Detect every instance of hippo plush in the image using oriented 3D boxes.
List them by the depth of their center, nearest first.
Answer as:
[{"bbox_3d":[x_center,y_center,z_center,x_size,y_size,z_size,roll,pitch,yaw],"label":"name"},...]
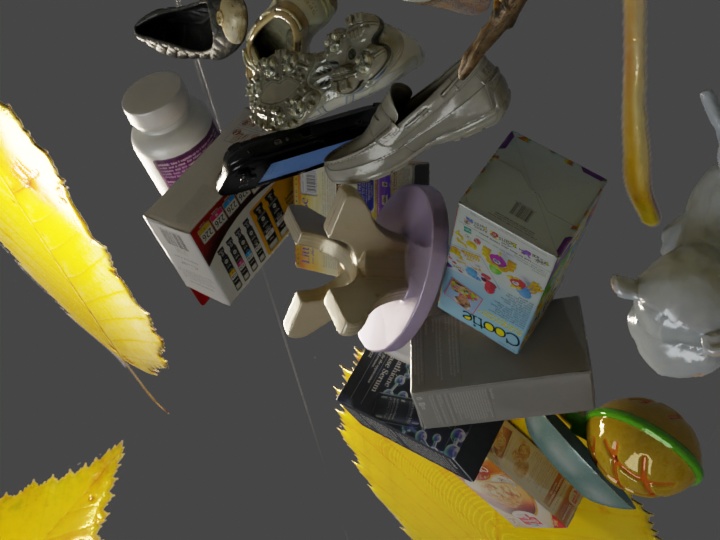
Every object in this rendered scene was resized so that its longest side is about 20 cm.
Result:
[{"bbox_3d":[0.289,0.008,0.666,0.158,0.161,0.201,26,153,24],"label":"hippo plush"}]

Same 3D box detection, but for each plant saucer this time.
[{"bbox_3d":[0.267,0.236,1.112,0.201,0.039,0.201,46,-173,-7],"label":"plant saucer"}]

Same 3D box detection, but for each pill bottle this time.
[{"bbox_3d":[-0.235,-0.160,1.154,0.112,0.113,0.201,21,150,32],"label":"pill bottle"}]

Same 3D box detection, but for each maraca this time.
[{"bbox_3d":[0.321,0.208,1.030,0.137,0.107,0.200,44,163,-8],"label":"maraca"}]

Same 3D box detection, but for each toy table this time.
[{"bbox_3d":[0.000,0.000,0.895,0.184,0.116,0.202,49,130,50],"label":"toy table"}]

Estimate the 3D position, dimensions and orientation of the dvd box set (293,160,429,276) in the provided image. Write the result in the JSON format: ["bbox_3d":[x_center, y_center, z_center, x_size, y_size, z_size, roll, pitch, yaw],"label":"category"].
[{"bbox_3d":[-0.003,-0.060,1.014,0.199,0.029,0.148,12,108,44],"label":"dvd box set"}]

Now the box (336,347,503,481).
[{"bbox_3d":[0.095,0.173,1.205,0.199,0.149,0.107,21,162,31],"label":"box"}]

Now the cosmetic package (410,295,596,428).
[{"bbox_3d":[0.158,0.104,0.975,0.198,0.108,0.091,-5,140,12],"label":"cosmetic package"}]

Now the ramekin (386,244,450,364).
[{"bbox_3d":[0.059,0.038,1.108,0.201,0.094,0.203,30,154,17],"label":"ramekin"}]

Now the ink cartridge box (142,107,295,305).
[{"bbox_3d":[-0.145,-0.067,1.081,0.083,0.201,0.176,20,150,32],"label":"ink cartridge box"}]

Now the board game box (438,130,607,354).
[{"bbox_3d":[0.155,-0.022,0.868,0.104,0.103,0.201,31,154,15],"label":"board game box"}]

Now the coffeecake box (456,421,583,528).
[{"bbox_3d":[0.229,0.317,1.375,0.200,0.073,0.153,41,154,-7],"label":"coffeecake box"}]

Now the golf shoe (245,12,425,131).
[{"bbox_3d":[-0.025,-0.179,0.834,0.199,0.097,0.079,-8,88,43],"label":"golf shoe"}]

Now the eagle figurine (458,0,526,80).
[{"bbox_3d":[0.058,-0.260,0.574,0.201,0.151,0.151,53,-174,14],"label":"eagle figurine"}]

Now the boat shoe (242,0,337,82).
[{"bbox_3d":[-0.086,-0.229,0.892,0.073,0.063,0.200,43,155,-10],"label":"boat shoe"}]

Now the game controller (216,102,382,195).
[{"bbox_3d":[-0.052,-0.122,0.892,0.042,0.198,0.104,65,157,13],"label":"game controller"}]

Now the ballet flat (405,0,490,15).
[{"bbox_3d":[0.016,-0.262,0.693,0.200,0.067,0.068,41,156,-6],"label":"ballet flat"}]

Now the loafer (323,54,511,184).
[{"bbox_3d":[0.042,-0.141,0.805,0.199,0.070,0.070,-24,116,29],"label":"loafer"}]

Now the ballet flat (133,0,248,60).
[{"bbox_3d":[-0.185,-0.264,0.956,0.199,0.056,0.067,6,100,51],"label":"ballet flat"}]
